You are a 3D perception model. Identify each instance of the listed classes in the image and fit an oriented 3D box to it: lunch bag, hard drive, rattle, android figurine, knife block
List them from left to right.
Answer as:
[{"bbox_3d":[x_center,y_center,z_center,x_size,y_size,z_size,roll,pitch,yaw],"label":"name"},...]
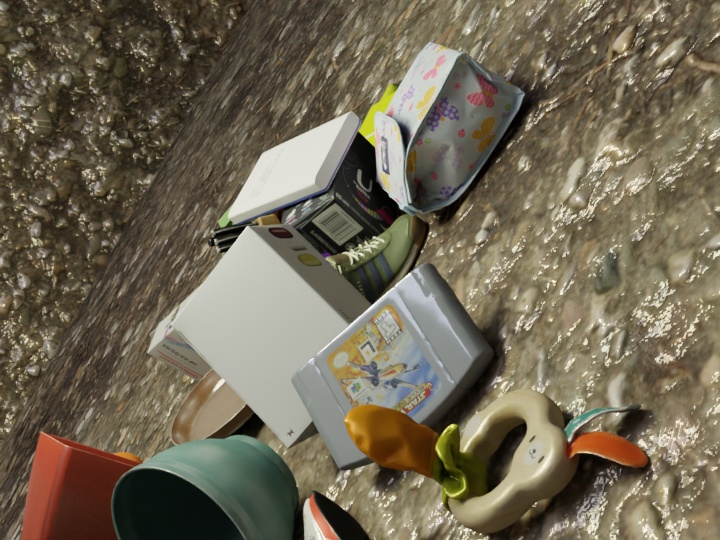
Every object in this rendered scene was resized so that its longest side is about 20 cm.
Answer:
[{"bbox_3d":[-0.135,-0.057,1.484,0.064,0.175,0.200,-25,37,53],"label":"knife block"},{"bbox_3d":[-0.094,-0.138,1.355,0.200,0.025,0.132,-16,41,47],"label":"hard drive"},{"bbox_3d":[0.038,-0.220,1.533,0.182,0.041,0.200,-22,39,56],"label":"android figurine"},{"bbox_3d":[0.090,-0.177,1.243,0.200,0.127,0.170,-59,18,11],"label":"lunch bag"},{"bbox_3d":[0.104,0.120,0.765,0.130,0.143,0.200,-46,8,-28],"label":"rattle"}]

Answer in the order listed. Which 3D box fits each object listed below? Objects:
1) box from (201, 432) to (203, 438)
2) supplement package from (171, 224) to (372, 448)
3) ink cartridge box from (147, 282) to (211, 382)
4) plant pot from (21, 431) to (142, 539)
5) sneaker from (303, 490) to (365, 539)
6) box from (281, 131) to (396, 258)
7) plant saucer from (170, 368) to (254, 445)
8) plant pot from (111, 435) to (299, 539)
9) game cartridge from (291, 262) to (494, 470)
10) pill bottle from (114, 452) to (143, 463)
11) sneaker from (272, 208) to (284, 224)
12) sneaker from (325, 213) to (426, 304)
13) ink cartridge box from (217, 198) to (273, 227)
[{"bbox_3d":[-0.238,0.322,1.355,0.144,0.036,0.200,-54,19,4],"label":"box"},{"bbox_3d":[-0.081,0.069,1.116,0.156,0.200,0.111,-50,-13,17],"label":"supplement package"},{"bbox_3d":[-0.266,0.115,1.608,0.200,0.115,0.068,-38,27,41],"label":"ink cartridge box"},{"bbox_3d":[-0.334,0.329,1.261,0.200,0.200,0.176,-9,60,63],"label":"plant pot"},{"bbox_3d":[-0.039,0.292,0.915,0.108,0.067,0.201,-53,23,2],"label":"sneaker"},{"bbox_3d":[-0.026,-0.096,1.363,0.106,0.122,0.200,-33,30,28],"label":"box"},{"bbox_3d":[-0.189,0.182,1.411,0.200,0.032,0.200,-36,21,16],"label":"plant saucer"},{"bbox_3d":[-0.150,0.263,1.068,0.200,0.200,0.134,-37,1,41],"label":"plant pot"},{"bbox_3d":[0.030,0.104,0.979,0.200,0.042,0.133,-42,58,18],"label":"game cartridge"},{"bbox_3d":[-0.366,0.358,1.483,0.106,0.106,0.200,-51,22,13],"label":"pill bottle"},{"bbox_3d":[-0.083,-0.088,1.455,0.076,0.092,0.200,-31,59,29],"label":"sneaker"},{"bbox_3d":[0.000,0.000,1.224,0.200,0.090,0.067,-60,20,-10],"label":"sneaker"},{"bbox_3d":[-0.154,-0.086,1.556,0.104,0.200,0.059,-46,63,24],"label":"ink cartridge box"}]
